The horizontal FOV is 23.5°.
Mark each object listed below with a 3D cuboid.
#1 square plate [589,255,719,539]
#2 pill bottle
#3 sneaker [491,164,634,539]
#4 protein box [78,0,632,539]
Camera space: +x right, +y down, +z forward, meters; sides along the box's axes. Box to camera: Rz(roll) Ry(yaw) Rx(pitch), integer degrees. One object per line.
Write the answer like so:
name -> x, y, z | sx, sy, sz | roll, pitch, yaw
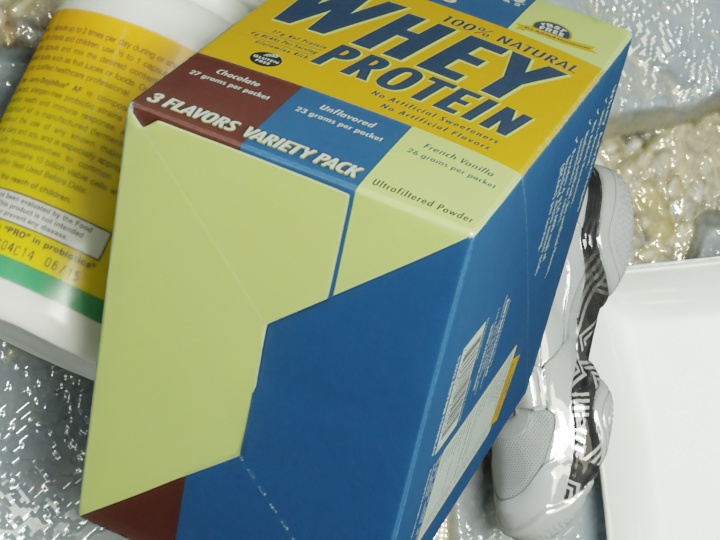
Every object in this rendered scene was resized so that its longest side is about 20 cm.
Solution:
square plate -> 0.223, 0.088, 0.929 | 0.198, 0.028, 0.200 | -7, 87, 3
pill bottle -> -0.101, -0.057, 0.767 | 0.113, 0.113, 0.200 | 29, 77, -23
sneaker -> 0.068, 0.032, 0.875 | 0.115, 0.075, 0.200 | 15, 79, -25
protein box -> 0.000, 0.000, 0.715 | 0.200, 0.135, 0.199 | -49, 156, -54
